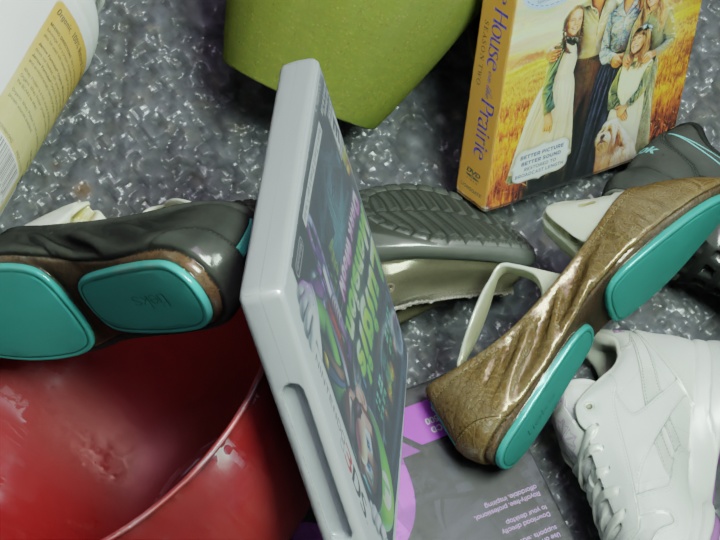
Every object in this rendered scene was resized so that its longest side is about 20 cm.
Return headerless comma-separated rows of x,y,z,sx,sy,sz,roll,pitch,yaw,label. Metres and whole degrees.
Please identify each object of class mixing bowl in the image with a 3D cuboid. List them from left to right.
-0.092,0.087,1.060,0.109,0.199,0.201,50,55,-34,mixing bowl

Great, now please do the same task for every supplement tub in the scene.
-0.220,-0.105,1.123,0.143,0.145,0.201,27,61,-1,supplement tub

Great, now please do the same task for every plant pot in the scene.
0.008,-0.186,1.194,0.186,0.187,0.201,24,98,-2,plant pot

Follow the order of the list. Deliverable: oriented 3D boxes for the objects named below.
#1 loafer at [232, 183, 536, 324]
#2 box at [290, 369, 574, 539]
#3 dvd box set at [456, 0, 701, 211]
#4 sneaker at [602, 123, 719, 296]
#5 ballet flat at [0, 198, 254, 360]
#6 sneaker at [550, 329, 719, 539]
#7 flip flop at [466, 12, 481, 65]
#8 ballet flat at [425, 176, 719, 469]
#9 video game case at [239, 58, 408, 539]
0.000,0.000,1.181,0.198,0.070,0.075,-1,28,-25,loafer
0.043,0.159,1.127,0.142,0.036,0.201,-19,72,-22,box
0.126,-0.139,1.192,0.145,0.201,0.029,-19,42,-33,dvd box set
0.231,-0.007,1.224,0.200,0.076,0.079,39,58,4,sneaker
-0.120,0.002,1.034,0.069,0.199,0.068,-54,127,-38,ballet flat
0.139,0.113,1.153,0.099,0.075,0.201,16,47,0,sneaker
0.099,-0.174,1.294,0.080,0.058,0.201,8,48,-5,flip flop
0.106,0.011,1.149,0.072,0.068,0.200,37,80,22,ballet flat
-0.012,0.028,1.032,0.023,0.183,0.201,-10,32,10,video game case
